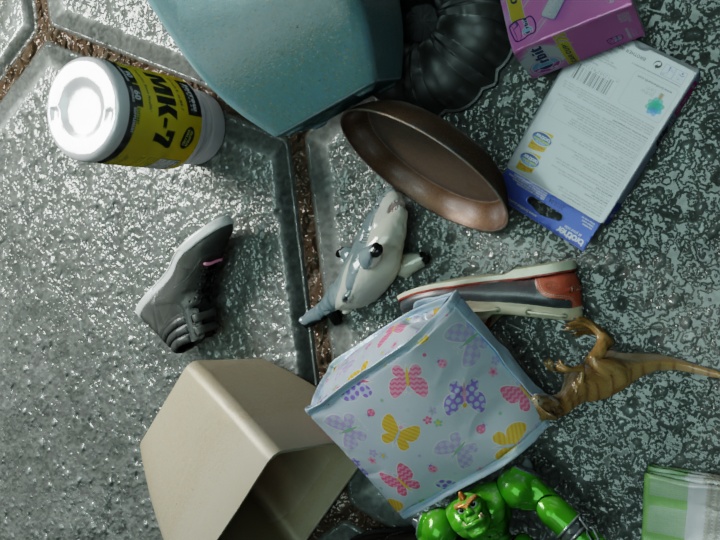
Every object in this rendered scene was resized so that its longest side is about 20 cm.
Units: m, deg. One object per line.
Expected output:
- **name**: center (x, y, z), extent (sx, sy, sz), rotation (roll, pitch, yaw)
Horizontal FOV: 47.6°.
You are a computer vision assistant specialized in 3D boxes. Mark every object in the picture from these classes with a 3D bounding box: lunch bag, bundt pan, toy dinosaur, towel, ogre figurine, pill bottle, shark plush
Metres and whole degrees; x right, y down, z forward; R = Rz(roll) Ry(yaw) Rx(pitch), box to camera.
- **lunch bag**: center (0.076, 0.132, 0.845), extent (0.200, 0.127, 0.170), rotation (-38, 100, 30)
- **bundt pan**: center (0.064, -0.268, 0.874), extent (0.201, 0.076, 0.203), rotation (1, 93, 25)
- **toy dinosaur**: center (0.250, 0.097, 0.810), extent (0.199, 0.060, 0.107), rotation (-16, 66, -11)
- **towel**: center (0.372, 0.276, 0.782), extent (0.199, 0.031, 0.150), rotation (4, 94, 26)
- **ogre figurine**: center (0.132, 0.275, 0.818), extent (0.200, 0.098, 0.120), rotation (-39, 65, 29)
- **pill bottle**: center (-0.257, -0.179, 0.965), extent (0.114, 0.200, 0.115), rotation (2, 94, 26)
- **shark plush**: center (0.000, 0.000, 0.949), extent (0.200, 0.090, 0.084), rotation (-57, 49, 39)

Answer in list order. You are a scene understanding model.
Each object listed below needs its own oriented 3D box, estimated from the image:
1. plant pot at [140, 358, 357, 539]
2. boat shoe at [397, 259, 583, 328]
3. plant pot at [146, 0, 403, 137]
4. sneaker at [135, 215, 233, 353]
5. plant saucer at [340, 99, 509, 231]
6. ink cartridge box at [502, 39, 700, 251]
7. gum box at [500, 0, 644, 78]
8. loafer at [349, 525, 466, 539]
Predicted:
- **plant pot**: center (-0.134, 0.209, 0.944), extent (0.177, 0.199, 0.200), rotation (44, 110, 29)
- **boat shoe**: center (0.134, 0.033, 0.864), extent (0.199, 0.071, 0.063), rotation (-9, 92, 22)
- **plant pot**: center (-0.062, -0.245, 0.789), extent (0.196, 0.196, 0.201), rotation (-25, 95, 20)
- **sneaker**: center (-0.198, 0.025, 1.025), extent (0.099, 0.071, 0.200), rotation (49, 117, 13)
- **plant saucer**: center (0.071, -0.111, 0.828), extent (0.200, 0.200, 0.035), rotation (30, 80, 21)
- **ink cartridge box**: center (0.232, -0.134, 0.820), extent (0.119, 0.042, 0.201), rotation (35, 104, 22)
- **gum box**: center (0.191, -0.306, 0.794), extent (0.113, 0.066, 0.201), rotation (-17, 71, 25)
- **loafer**: center (0.034, 0.332, 0.926), extent (0.199, 0.071, 0.073), rotation (-28, 81, 24)
